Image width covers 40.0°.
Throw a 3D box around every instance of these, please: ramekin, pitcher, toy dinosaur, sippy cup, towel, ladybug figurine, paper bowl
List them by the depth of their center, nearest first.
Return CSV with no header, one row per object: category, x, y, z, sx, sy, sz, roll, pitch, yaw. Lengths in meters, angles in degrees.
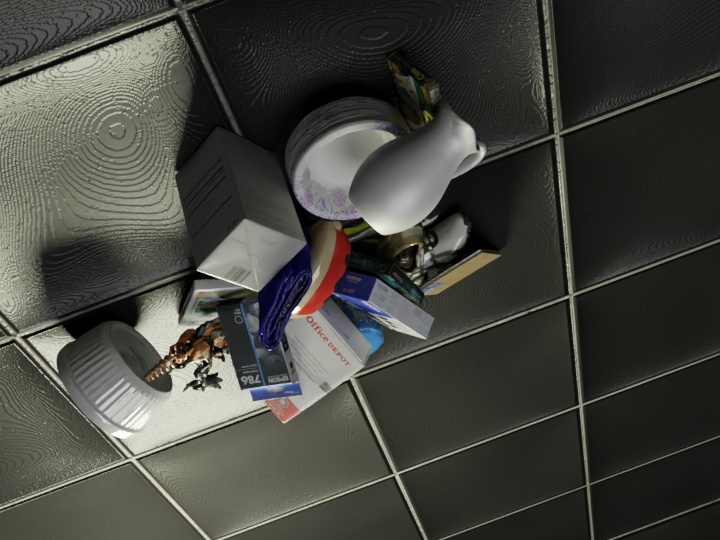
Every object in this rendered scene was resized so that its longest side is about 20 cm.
pitcher,0.091,-0.141,1.454,0.200,0.121,0.171,-42,152,11
paper bowl,-0.018,-0.182,1.519,0.200,0.105,0.201,-12,141,-10
towel,-0.127,0.013,1.539,0.049,0.200,0.148,23,113,-17
ladybug figurine,-0.074,0.001,1.602,0.072,0.136,0.200,22,126,-18
toy dinosaur,-0.286,0.135,1.713,0.199,0.102,0.136,-9,142,-23
ramekin,-0.417,0.181,1.715,0.105,0.200,0.200,-38,139,8
sippy cup,-0.018,0.088,1.825,0.177,0.131,0.140,-28,142,10

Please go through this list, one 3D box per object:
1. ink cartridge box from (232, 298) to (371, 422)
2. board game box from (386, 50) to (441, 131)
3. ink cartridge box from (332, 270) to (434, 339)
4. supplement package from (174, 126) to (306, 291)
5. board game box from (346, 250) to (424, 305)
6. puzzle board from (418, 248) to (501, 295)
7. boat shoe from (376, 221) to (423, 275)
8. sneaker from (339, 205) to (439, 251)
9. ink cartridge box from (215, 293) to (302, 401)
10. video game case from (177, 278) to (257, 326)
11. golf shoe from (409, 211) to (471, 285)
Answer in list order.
ink cartridge box,-0.101,0.149,1.740,0.200,0.083,0.147,-37,99,22
board game box,0.097,-0.234,1.508,0.023,0.105,0.200,-39,144,-13
ink cartridge box,0.037,0.058,1.689,0.200,0.094,0.044,35,73,-51
supplement package,-0.183,-0.092,1.477,0.121,0.200,0.120,22,126,-40
board game box,0.000,0.000,1.690,0.135,0.199,0.028,41,70,-54
puzzle board,0.178,0.001,1.830,0.150,0.017,0.200,-32,170,15
boat shoe,0.069,-0.025,1.659,0.071,0.076,0.200,-13,158,-7
sneaker,0.038,-0.083,1.705,0.199,0.075,0.085,-12,157,-5
ink cartridge box,-0.171,0.139,1.685,0.099,0.039,0.201,-11,109,15
video game case,-0.210,0.054,1.743,0.199,0.024,0.182,-3,158,-21
golf shoe,0.113,-0.038,1.775,0.094,0.078,0.200,21,126,-40
